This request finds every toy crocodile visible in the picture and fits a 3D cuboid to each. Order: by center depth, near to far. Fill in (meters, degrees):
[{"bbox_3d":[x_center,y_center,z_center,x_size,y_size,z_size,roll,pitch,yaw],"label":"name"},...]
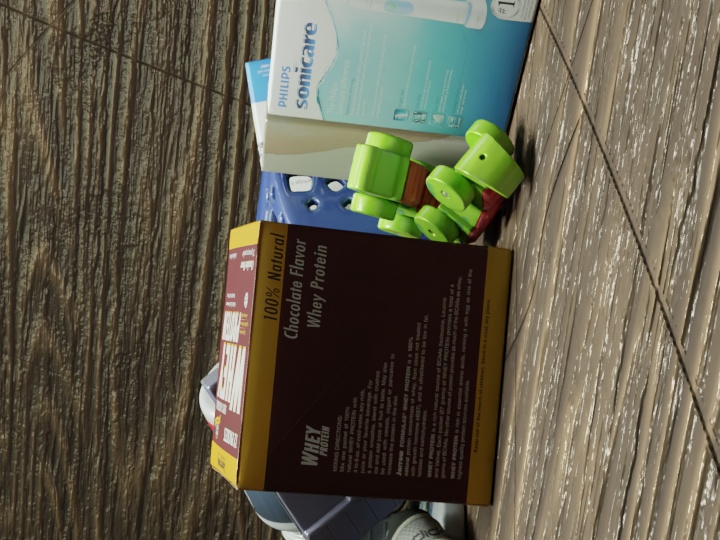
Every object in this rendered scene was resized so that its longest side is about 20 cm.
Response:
[{"bbox_3d":[0.090,-0.060,1.020,0.068,0.062,0.200,-49,-9,-16],"label":"toy crocodile"},{"bbox_3d":[0.040,-0.069,1.096,0.200,0.061,0.068,26,-102,-68],"label":"toy crocodile"}]

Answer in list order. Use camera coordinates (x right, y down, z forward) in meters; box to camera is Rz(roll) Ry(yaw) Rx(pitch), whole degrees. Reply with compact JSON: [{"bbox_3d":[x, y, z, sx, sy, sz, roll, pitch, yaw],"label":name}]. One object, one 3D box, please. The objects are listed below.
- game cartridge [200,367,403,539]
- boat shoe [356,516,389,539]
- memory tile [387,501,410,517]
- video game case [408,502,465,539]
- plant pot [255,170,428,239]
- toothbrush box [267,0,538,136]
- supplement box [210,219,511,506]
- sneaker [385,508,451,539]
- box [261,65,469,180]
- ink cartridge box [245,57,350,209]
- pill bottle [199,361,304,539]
[{"bbox_3d":[-0.032,0.138,1.100,0.201,0.129,0.038,59,169,-20],"label":"game cartridge"},{"bbox_3d":[0.014,0.321,1.155,0.067,0.073,0.202,25,-107,-81],"label":"boat shoe"},{"bbox_3d":[0.013,0.214,1.284,0.200,0.017,0.155,163,119,-68],"label":"memory tile"},{"bbox_3d":[0.067,0.214,1.187,0.201,0.022,0.183,100,174,-50],"label":"video game case"},{"bbox_3d":[0.000,0.000,1.258,0.201,0.198,0.181,99,168,-45],"label":"plant pot"},{"bbox_3d":[0.030,-0.195,1.020,0.086,0.198,0.147,-90,6,-48],"label":"toothbrush box"},{"bbox_3d":[-0.004,0.071,1.007,0.133,0.198,0.199,176,100,-75],"label":"supplement box"},{"bbox_3d":[0.035,0.278,1.069,0.088,0.073,0.201,-121,37,-48],"label":"sneaker"},{"bbox_3d":[0.011,-0.138,1.188,0.078,0.198,0.096,102,172,-57],"label":"box"},{"bbox_3d":[-0.036,-0.134,1.389,0.084,0.145,0.202,-7,-92,-89],"label":"ink cartridge box"},{"bbox_3d":[-0.059,0.171,1.195,0.120,0.119,0.201,-92,-19,-58],"label":"pill bottle"}]
